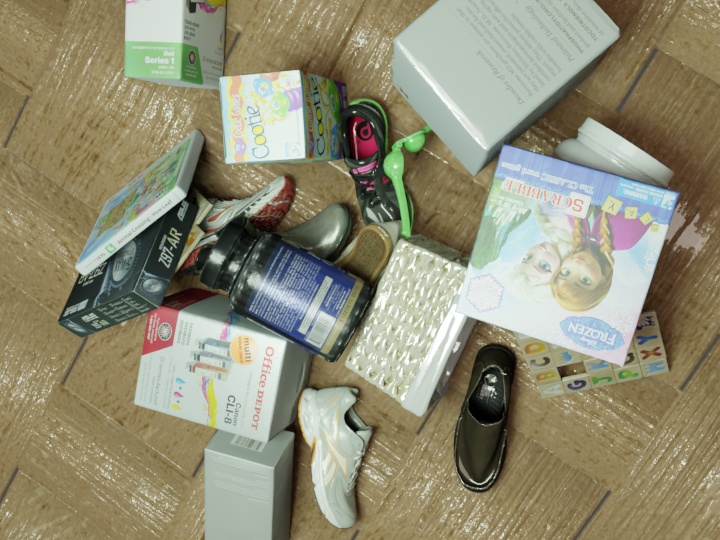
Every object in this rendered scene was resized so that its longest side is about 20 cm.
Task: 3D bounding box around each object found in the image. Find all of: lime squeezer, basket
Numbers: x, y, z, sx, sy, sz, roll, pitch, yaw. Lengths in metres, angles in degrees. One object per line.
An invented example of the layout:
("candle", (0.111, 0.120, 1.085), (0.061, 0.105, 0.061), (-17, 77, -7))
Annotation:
("lime squeezer", (0.072, -0.144, 1.156), (0.070, 0.038, 0.201), (24, 70, 8))
("basket", (0.078, 0.062, 1.179), (0.123, 0.135, 0.201), (26, 101, 13))

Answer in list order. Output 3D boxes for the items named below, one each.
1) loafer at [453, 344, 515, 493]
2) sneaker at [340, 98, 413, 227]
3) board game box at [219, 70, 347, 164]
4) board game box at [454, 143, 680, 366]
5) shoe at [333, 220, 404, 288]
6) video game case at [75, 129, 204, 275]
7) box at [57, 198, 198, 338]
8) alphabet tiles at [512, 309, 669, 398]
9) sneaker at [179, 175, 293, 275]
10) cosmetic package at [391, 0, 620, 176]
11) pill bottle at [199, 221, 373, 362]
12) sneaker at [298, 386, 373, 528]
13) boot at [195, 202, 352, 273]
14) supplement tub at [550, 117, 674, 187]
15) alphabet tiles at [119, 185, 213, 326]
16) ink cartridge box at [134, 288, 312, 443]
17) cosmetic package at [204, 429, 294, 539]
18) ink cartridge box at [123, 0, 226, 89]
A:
("loafer", (0.157, 0.199, 1.206), (0.072, 0.071, 0.202), (7, 98, 14))
("sneaker", (0.011, -0.123, 1.198), (0.076, 0.084, 0.202), (-17, 92, 25))
("board game box", (-0.089, -0.189, 1.160), (0.102, 0.200, 0.106), (-2, 97, 15))
("board game box", (0.227, -0.019, 1.027), (0.198, 0.041, 0.201), (17, 100, 14))
("shoe", (0.000, 0.000, 1.210), (0.070, 0.053, 0.200), (45, 137, 5))
("video game case", (-0.292, -0.096, 1.233), (0.182, 0.200, 0.022), (-35, 115, 16))
("box", (-0.314, -0.005, 1.236), (0.199, 0.161, 0.043), (-18, 135, 42))
("alphabet tiles", (0.281, 0.088, 1.122), (0.166, 0.200, 0.008), (-15, 48, 16))
("sneaker", (-0.182, -0.075, 1.263), (0.199, 0.078, 0.083), (-31, 76, 10))
("cosmetic package", (0.161, -0.248, 1.080), (0.200, 0.167, 0.167), (-41, 86, -1))
("pill bottle", (-0.094, 0.023, 1.145), (0.199, 0.112, 0.112), (28, 103, -3))
("sneaker", (-0.022, 0.255, 1.262), (0.091, 0.076, 0.202), (-12, 94, 11))
("boot", (-0.116, -0.036, 1.217), (0.200, 0.130, 0.068), (-40, 43, 16))
("supplement tub", (0.267, -0.066, 1.108), (0.144, 0.145, 0.201), (35, 104, 8))
("alphabet tiles", (-0.275, -0.023, 1.251), (0.006, 0.166, 0.201), (36, 90, -32))
("ink cartridge box", (-0.178, 0.125, 1.249), (0.198, 0.145, 0.147), (13, 100, 12))
("cosmetic package", (-0.154, 0.314, 1.269), (0.106, 0.090, 0.201), (13, 121, 12))
("ink cartridge box", (-0.240, -0.348, 1.210), (0.083, 0.145, 0.202), (5, 97, 13))
